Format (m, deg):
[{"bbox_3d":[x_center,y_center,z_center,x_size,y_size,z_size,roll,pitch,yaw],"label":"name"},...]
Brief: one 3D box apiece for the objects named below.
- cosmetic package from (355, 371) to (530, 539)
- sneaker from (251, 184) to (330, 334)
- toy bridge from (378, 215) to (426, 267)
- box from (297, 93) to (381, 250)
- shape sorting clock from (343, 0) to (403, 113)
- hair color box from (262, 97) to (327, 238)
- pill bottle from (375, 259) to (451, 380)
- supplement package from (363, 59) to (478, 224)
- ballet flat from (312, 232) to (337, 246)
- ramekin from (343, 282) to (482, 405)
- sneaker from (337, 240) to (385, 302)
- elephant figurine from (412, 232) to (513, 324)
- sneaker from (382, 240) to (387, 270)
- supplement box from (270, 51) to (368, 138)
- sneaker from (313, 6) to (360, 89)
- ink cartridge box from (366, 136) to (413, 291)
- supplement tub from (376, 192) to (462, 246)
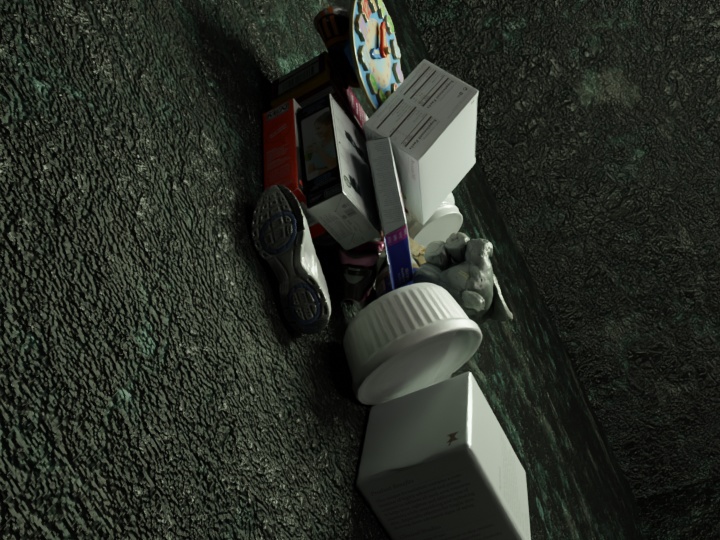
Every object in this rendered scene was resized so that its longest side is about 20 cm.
[{"bbox_3d":[0.119,0.286,1.068,0.201,0.166,0.167,60,21,-20],"label":"cosmetic package"},{"bbox_3d":[-0.089,-0.014,1.029,0.087,0.074,0.202,7,68,-82],"label":"sneaker"},{"bbox_3d":[0.047,-0.062,1.320,0.199,0.027,0.067,32,-14,49],"label":"toy bridge"},{"bbox_3d":[-0.032,-0.145,1.136,0.117,0.060,0.202,45,29,-48],"label":"box"},{"bbox_3d":[0.029,-0.340,1.220,0.200,0.039,0.202,29,57,-59],"label":"shape sorting clock"},{"bbox_3d":[-0.094,-0.151,1.161,0.102,0.061,0.202,47,26,-45],"label":"hair color box"},{"bbox_3d":[0.090,0.092,1.301,0.116,0.115,0.202,46,28,-46],"label":"pill bottle"},{"bbox_3d":[0.102,-0.202,1.260,0.110,0.156,0.200,35,-17,21],"label":"supplement package"},{"bbox_3d":[-0.067,-0.119,1.218,0.067,0.056,0.201,101,-17,-45],"label":"ballet flat"},{"bbox_3d":[0.067,0.102,1.115,0.202,0.201,0.095,32,27,-59],"label":"ramekin"},{"bbox_3d":[0.000,0.000,1.257,0.200,0.078,0.097,-42,136,-76],"label":"sneaker"},{"bbox_3d":[0.179,0.045,1.247,0.156,0.140,0.201,-62,142,-29],"label":"elephant figurine"},{"bbox_3d":[0.089,-0.026,1.492,0.071,0.075,0.201,56,20,-27],"label":"sneaker"},{"bbox_3d":[-0.052,-0.247,1.311,0.200,0.109,0.086,53,21,-36],"label":"supplement box"},{"bbox_3d":[-0.006,-0.345,1.293,0.199,0.077,0.113,14,56,-56],"label":"sneaker"},{"bbox_3d":[0.051,-0.062,1.163,0.197,0.043,0.202,74,6,-66],"label":"ink cartridge box"},{"bbox_3d":[0.082,-0.133,1.421,0.201,0.144,0.144,54,13,25],"label":"supplement tub"}]
